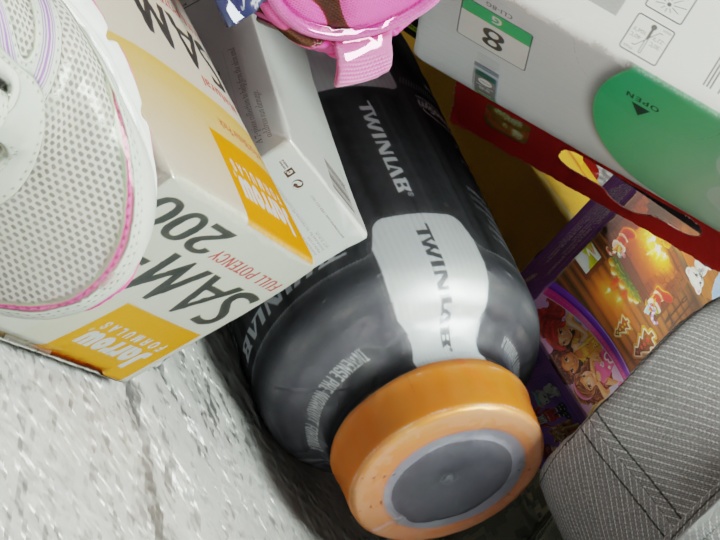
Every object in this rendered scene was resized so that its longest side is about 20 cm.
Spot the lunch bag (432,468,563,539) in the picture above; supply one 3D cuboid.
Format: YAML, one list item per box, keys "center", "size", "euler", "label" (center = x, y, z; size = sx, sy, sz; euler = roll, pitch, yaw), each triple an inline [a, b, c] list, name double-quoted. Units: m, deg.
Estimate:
- center: [0.107, 0.127, 0.985]
  size: [0.164, 0.117, 0.200]
  euler: [50, 15, -22]
  label: "lunch bag"

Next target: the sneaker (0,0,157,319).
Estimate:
- center: [-0.117, -0.050, 0.476]
  size: [0.200, 0.081, 0.088]
  euler: [44, 17, -31]
  label: "sneaker"

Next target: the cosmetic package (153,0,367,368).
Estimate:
- center: [-0.061, -0.060, 0.779]
  size: [0.051, 0.082, 0.200]
  euler: [50, 12, -34]
  label: "cosmetic package"

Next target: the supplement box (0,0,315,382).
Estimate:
- center: [-0.101, -0.078, 0.638]
  size: [0.201, 0.073, 0.126]
  euler: [62, 9, 16]
  label: "supplement box"

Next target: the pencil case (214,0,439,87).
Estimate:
- center: [-0.042, -0.134, 0.737]
  size: [0.200, 0.090, 0.094]
  euler: [44, -31, 54]
  label: "pencil case"

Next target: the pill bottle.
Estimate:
- center: [0.000, 0.000, 0.834]
  size: [0.106, 0.106, 0.200]
  euler: [49, 13, -49]
  label: "pill bottle"

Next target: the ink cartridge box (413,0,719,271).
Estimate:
- center: [0.094, -0.040, 0.787]
  size: [0.161, 0.050, 0.200]
  euler: [31, -20, 9]
  label: "ink cartridge box"

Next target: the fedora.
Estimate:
- center: [0.133, 0.069, 0.807]
  size: [0.200, 0.177, 0.090]
  euler: [-7, 51, -51]
  label: "fedora"

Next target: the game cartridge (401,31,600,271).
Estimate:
- center: [0.050, -0.034, 1.070]
  size: [0.176, 0.032, 0.200]
  euler: [6, -43, 53]
  label: "game cartridge"

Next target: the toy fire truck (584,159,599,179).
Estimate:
- center: [0.045, -0.049, 1.295]
  size: [0.168, 0.112, 0.200]
  euler: [36, 16, -19]
  label: "toy fire truck"

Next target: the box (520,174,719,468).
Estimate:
- center: [0.136, 0.068, 0.917]
  size: [0.200, 0.039, 0.137]
  euler: [57, 46, -11]
  label: "box"

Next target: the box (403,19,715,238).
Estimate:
- center: [0.079, -0.102, 0.801]
  size: [0.200, 0.044, 0.160]
  euler: [34, -18, -2]
  label: "box"
